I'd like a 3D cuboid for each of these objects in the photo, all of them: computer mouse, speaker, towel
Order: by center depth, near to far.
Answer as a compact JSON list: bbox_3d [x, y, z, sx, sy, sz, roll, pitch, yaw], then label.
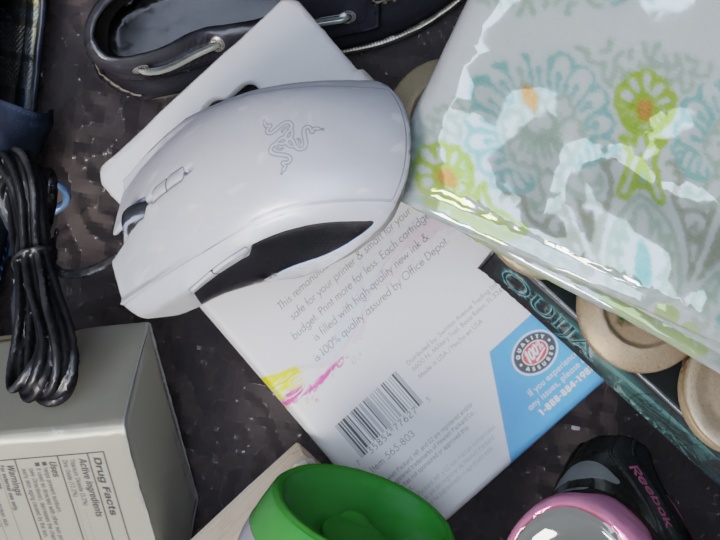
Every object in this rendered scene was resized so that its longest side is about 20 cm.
[{"bbox_3d":[0.121,-0.077,0.683,0.170,0.048,0.201,27,102,2],"label":"towel"},{"bbox_3d":[-0.069,-0.024,0.727,0.199,0.044,0.110,-22,58,33],"label":"computer mouse"},{"bbox_3d":[-0.028,0.179,0.753,0.088,0.088,0.201,21,109,8],"label":"speaker"}]

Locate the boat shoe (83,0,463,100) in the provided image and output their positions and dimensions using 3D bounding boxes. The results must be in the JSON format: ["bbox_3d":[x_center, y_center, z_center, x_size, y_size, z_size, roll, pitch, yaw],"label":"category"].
[{"bbox_3d":[-0.024,-0.123,0.819,0.199,0.063,0.073,-21,87,8],"label":"boat shoe"}]

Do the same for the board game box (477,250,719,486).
[{"bbox_3d":[0.162,0.017,0.775,0.200,0.028,0.135,42,66,2],"label":"board game box"}]

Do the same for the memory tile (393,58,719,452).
[{"bbox_3d":[0.120,-0.042,0.740,0.200,0.017,0.153,42,83,2],"label":"memory tile"}]

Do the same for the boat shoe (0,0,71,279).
[{"bbox_3d":[-0.166,-0.065,0.826,0.068,0.084,0.202,1,93,25],"label":"boat shoe"}]

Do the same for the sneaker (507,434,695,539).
[{"bbox_3d":[0.127,0.152,0.792,0.079,0.096,0.201,-17,112,23],"label":"sneaker"}]

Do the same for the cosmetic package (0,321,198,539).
[{"bbox_3d":[-0.177,0.090,0.817,0.198,0.073,0.104,-5,125,7],"label":"cosmetic package"}]

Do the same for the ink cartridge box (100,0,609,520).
[{"bbox_3d":[0.000,0.000,0.813,0.115,0.068,0.200,-41,85,5],"label":"ink cartridge box"}]

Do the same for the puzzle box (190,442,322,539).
[{"bbox_3d":[-0.052,0.179,0.809,0.200,0.025,0.133,-44,118,6],"label":"puzzle box"}]
